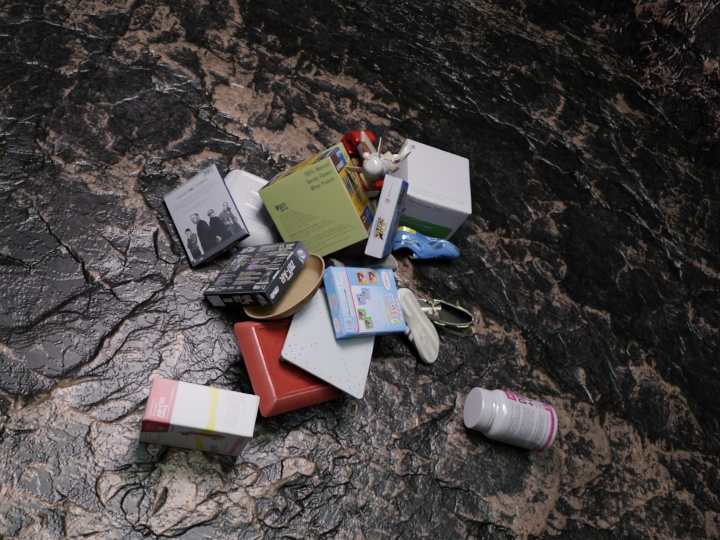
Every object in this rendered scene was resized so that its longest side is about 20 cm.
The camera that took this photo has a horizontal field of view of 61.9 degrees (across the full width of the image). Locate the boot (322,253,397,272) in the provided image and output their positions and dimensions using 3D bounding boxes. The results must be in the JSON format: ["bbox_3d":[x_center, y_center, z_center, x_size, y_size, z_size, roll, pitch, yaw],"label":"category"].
[{"bbox_3d":[0.001,-0.002,1.463,0.197,0.074,0.182,5,20,-25],"label":"boot"}]

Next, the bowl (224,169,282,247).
[{"bbox_3d":[-0.265,-0.153,1.470,0.198,0.075,0.202,25,53,-10],"label":"bowl"}]

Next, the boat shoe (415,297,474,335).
[{"bbox_3d":[0.194,0.106,1.526,0.199,0.060,0.073,19,54,-13],"label":"boat shoe"}]

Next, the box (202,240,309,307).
[{"bbox_3d":[-0.230,0.008,1.315,0.044,0.197,0.161,60,43,-31],"label":"box"}]

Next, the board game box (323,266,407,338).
[{"bbox_3d":[0.012,0.070,1.346,0.198,0.036,0.154,2,68,-44],"label":"board game box"}]

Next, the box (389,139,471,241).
[{"bbox_3d":[0.180,-0.211,1.649,0.196,0.172,0.203,14,55,-16],"label":"box"}]

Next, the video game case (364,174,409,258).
[{"bbox_3d":[0.067,-0.128,1.424,0.045,0.184,0.200,15,8,7],"label":"video game case"}]

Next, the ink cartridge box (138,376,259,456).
[{"bbox_3d":[-0.305,0.279,1.130,0.197,0.146,0.085,14,55,-16],"label":"ink cartridge box"}]

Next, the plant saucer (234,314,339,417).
[{"bbox_3d":[-0.143,0.183,1.246,0.197,0.037,0.203,-5,66,-41],"label":"plant saucer"}]

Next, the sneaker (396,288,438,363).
[{"bbox_3d":[0.121,0.138,1.473,0.075,0.084,0.202,-33,102,-39],"label":"sneaker"}]

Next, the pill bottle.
[{"bbox_3d":[0.350,0.348,1.412,0.197,0.114,0.115,18,54,-13],"label":"pill bottle"}]

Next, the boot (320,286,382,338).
[{"bbox_3d":[-0.061,0.107,1.399,0.197,0.066,0.166,-8,51,-35],"label":"boot"}]

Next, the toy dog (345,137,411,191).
[{"bbox_3d":[0.027,-0.251,1.357,0.131,0.200,0.097,-37,89,-12],"label":"toy dog"}]

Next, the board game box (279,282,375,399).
[{"bbox_3d":[-0.065,0.151,1.287,0.198,0.026,0.202,32,46,-18],"label":"board game box"}]

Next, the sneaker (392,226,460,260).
[{"bbox_3d":[0.175,-0.051,1.621,0.197,0.066,0.080,17,66,-14],"label":"sneaker"}]

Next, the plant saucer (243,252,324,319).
[{"bbox_3d":[-0.157,0.041,1.286,0.036,0.198,0.201,59,44,-31],"label":"plant saucer"}]

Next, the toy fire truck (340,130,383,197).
[{"bbox_3d":[0.009,-0.317,1.618,0.127,0.201,0.178,-8,63,-29],"label":"toy fire truck"}]

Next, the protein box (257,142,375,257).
[{"bbox_3d":[-0.095,-0.154,1.405,0.202,0.196,0.135,62,21,-17],"label":"protein box"}]

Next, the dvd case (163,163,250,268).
[{"bbox_3d":[-0.358,-0.127,1.387,0.149,0.025,0.202,-30,71,5],"label":"dvd case"}]
